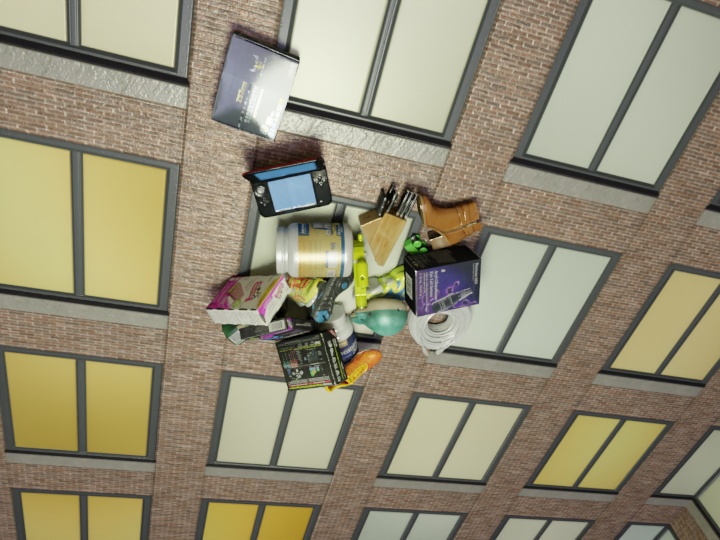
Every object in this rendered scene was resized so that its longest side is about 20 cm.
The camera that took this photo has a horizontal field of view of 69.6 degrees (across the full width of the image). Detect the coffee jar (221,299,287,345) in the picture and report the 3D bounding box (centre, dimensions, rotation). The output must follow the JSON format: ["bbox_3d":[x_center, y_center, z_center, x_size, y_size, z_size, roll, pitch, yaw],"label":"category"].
[{"bbox_3d":[-0.301,0.124,1.498,0.199,0.105,0.085,-33,119,12],"label":"coffee jar"}]

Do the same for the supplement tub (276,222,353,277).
[{"bbox_3d":[-0.124,-0.055,1.384,0.198,0.145,0.146,0,123,-8],"label":"supplement tub"}]

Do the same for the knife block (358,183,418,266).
[{"bbox_3d":[0.091,-0.129,1.414,0.174,0.064,0.201,-21,123,6],"label":"knife block"}]

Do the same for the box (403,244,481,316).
[{"bbox_3d":[0.229,0.027,1.457,0.198,0.104,0.149,-11,117,-11],"label":"box"}]

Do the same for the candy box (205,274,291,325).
[{"bbox_3d":[-0.303,0.079,1.400,0.198,0.137,0.061,-2,130,32],"label":"candy box"}]

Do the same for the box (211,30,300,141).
[{"bbox_3d":[-0.242,-0.419,1.191,0.156,0.051,0.201,17,119,-17],"label":"box"}]

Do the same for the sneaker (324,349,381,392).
[{"bbox_3d":[-0.020,0.302,1.540,0.199,0.077,0.073,-30,124,-3],"label":"sneaker"}]

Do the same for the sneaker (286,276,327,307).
[{"bbox_3d":[-0.163,0.049,1.441,0.090,0.078,0.200,43,152,-14],"label":"sneaker"}]

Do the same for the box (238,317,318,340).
[{"bbox_3d":[-0.220,0.164,1.432,0.142,0.037,0.200,-15,169,19],"label":"box"}]

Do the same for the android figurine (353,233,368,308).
[{"bbox_3d":[0.000,0.000,1.417,0.041,0.182,0.203,-1,91,0],"label":"android figurine"}]

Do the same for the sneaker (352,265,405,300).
[{"bbox_3d":[0.079,0.066,1.531,0.198,0.076,0.106,-22,123,5],"label":"sneaker"}]

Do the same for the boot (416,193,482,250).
[{"bbox_3d":[0.244,-0.152,1.413,0.154,0.077,0.201,-22,125,8],"label":"boot"}]

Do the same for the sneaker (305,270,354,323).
[{"bbox_3d":[-0.091,0.048,1.497,0.073,0.082,0.201,34,91,-43],"label":"sneaker"}]

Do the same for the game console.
[{"bbox_3d":[-0.177,-0.204,1.298,0.198,0.119,0.174,-11,123,0],"label":"game console"}]

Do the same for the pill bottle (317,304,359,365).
[{"bbox_3d":[-0.069,0.208,1.579,0.110,0.111,0.202,-12,124,0],"label":"pill bottle"}]

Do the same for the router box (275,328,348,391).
[{"bbox_3d":[-0.142,0.259,1.489,0.199,0.062,0.152,-16,89,37],"label":"router box"}]

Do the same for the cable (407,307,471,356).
[{"bbox_3d":[0.246,0.155,1.617,0.199,0.069,0.201,-30,121,10],"label":"cable"}]

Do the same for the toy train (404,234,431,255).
[{"bbox_3d":[0.197,-0.025,1.513,0.056,0.042,0.200,-30,122,23],"label":"toy train"}]

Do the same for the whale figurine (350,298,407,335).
[{"bbox_3d":[0.051,0.145,1.518,0.158,0.105,0.199,7,162,-36],"label":"whale figurine"}]

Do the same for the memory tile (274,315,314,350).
[{"bbox_3d":[-0.178,0.222,1.565,0.198,0.017,0.155,21,125,21],"label":"memory tile"}]
